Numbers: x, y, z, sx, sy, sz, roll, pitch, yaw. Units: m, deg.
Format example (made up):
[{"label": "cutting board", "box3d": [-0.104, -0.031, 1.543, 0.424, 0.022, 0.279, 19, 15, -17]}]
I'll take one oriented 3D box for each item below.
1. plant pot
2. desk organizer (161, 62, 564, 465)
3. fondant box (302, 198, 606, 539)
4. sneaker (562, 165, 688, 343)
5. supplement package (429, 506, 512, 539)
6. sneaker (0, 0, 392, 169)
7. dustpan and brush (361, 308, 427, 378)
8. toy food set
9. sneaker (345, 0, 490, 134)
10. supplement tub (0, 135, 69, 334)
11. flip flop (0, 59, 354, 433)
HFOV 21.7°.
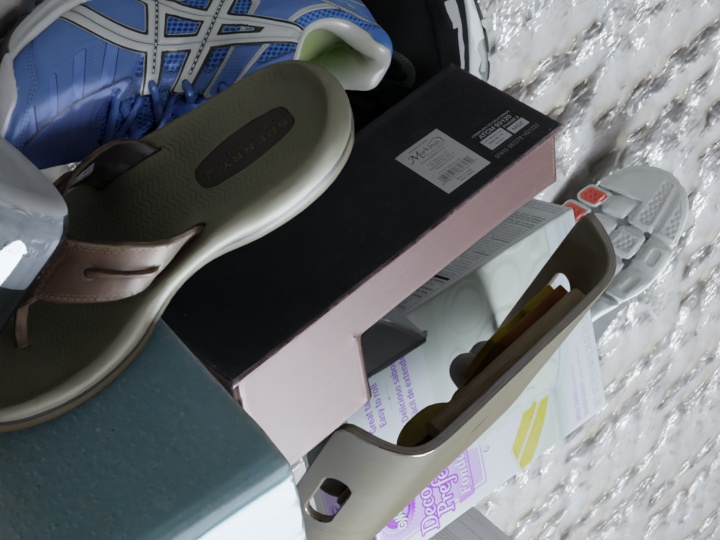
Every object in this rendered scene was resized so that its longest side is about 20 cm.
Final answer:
[{"label": "plant pot", "box3d": [-0.155, 0.123, 0.801, 0.200, 0.196, 0.196, -35, 149, -19]}, {"label": "desk organizer", "box3d": [0.000, 0.000, 0.845, 0.200, 0.072, 0.077, -38, 142, -25]}, {"label": "fondant box", "box3d": [0.052, 0.062, 1.114, 0.200, 0.058, 0.144, -31, 122, -31]}, {"label": "sneaker", "box3d": [0.143, 0.011, 1.247, 0.200, 0.077, 0.082, -52, 170, 14]}, {"label": "supplement package", "box3d": [0.034, 0.262, 1.309, 0.200, 0.121, 0.120, -12, 133, -50]}, {"label": "sneaker", "box3d": [-0.071, -0.086, 0.788, 0.200, 0.077, 0.076, -28, 146, -32]}, {"label": "dustpan and brush", "box3d": [-0.071, 0.038, 0.939, 0.140, 0.057, 0.200, -35, 129, 21]}, {"label": "toy food set", "box3d": [0.041, 0.059, 0.982, 0.200, 0.060, 0.144, -40, 169, -33]}, {"label": "sneaker", "box3d": [0.001, -0.069, 0.923, 0.088, 0.076, 0.200, -23, 141, -33]}, {"label": "supplement tub", "box3d": [-0.205, 0.027, 0.675, 0.200, 0.123, 0.123, -55, 152, 6]}, {"label": "flip flop", "box3d": [-0.091, -0.018, 0.729, 0.200, 0.081, 0.058, -37, 151, -1]}]
